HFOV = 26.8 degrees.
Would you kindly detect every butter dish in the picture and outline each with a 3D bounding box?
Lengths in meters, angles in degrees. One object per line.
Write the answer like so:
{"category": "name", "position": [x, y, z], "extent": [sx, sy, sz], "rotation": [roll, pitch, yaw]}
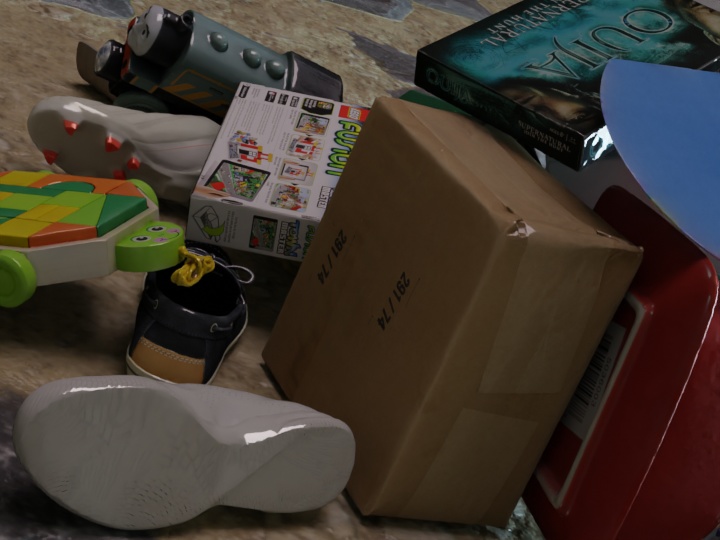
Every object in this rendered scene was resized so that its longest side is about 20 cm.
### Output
{"category": "butter dish", "position": [0.188, 0.077, 0.905], "extent": [0.147, 0.201, 0.200], "rotation": [18, 15, -14]}

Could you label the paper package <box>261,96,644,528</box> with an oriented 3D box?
{"category": "paper package", "position": [0.047, 0.022, 0.904], "extent": [0.103, 0.201, 0.191], "rotation": [10, 25, -31]}

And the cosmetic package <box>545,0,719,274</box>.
{"category": "cosmetic package", "position": [0.229, -0.106, 1.067], "extent": [0.198, 0.123, 0.201], "rotation": [-2, 49, 7]}

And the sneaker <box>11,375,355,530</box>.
{"category": "sneaker", "position": [-0.102, 0.087, 0.793], "extent": [0.199, 0.076, 0.088], "rotation": [13, 9, -41]}

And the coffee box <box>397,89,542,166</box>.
{"category": "coffee box", "position": [0.042, -0.076, 1.150], "extent": [0.044, 0.123, 0.200], "rotation": [59, -13, -25]}

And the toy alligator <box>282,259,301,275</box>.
{"category": "toy alligator", "position": [0.000, 0.000, 1.112], "extent": [0.054, 0.059, 0.200], "rotation": [5, 27, -42]}

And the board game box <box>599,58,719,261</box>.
{"category": "board game box", "position": [0.218, -0.049, 0.887], "extent": [0.199, 0.039, 0.158], "rotation": [2, 51, -31]}

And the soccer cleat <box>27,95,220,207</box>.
{"category": "soccer cleat", "position": [-0.158, -0.092, 1.145], "extent": [0.199, 0.069, 0.078], "rotation": [20, 46, -27]}

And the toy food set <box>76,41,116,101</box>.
{"category": "toy food set", "position": [-0.141, -0.162, 1.362], "extent": [0.143, 0.061, 0.200], "rotation": [36, 24, 31]}

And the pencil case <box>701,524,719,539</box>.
{"category": "pencil case", "position": [0.287, 0.192, 0.916], "extent": [0.199, 0.084, 0.091], "rotation": [7, -18, -36]}

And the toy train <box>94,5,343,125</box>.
{"category": "toy train", "position": [-0.109, -0.145, 1.206], "extent": [0.199, 0.114, 0.086], "rotation": [25, 52, -29]}

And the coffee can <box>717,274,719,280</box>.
{"category": "coffee can", "position": [0.242, 0.055, 1.116], "extent": [0.146, 0.147, 0.200], "rotation": [21, 21, -7]}

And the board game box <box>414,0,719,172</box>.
{"category": "board game box", "position": [0.150, -0.138, 0.975], "extent": [0.135, 0.028, 0.200], "rotation": [32, 46, 31]}

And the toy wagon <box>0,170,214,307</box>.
{"category": "toy wagon", "position": [-0.182, -0.023, 0.910], "extent": [0.199, 0.040, 0.155], "rotation": [6, 22, 21]}

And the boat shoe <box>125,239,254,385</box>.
{"category": "boat shoe", "position": [-0.104, 0.016, 0.958], "extent": [0.074, 0.062, 0.200], "rotation": [20, 19, -5]}

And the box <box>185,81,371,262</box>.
{"category": "box", "position": [-0.052, -0.072, 1.074], "extent": [0.110, 0.035, 0.200], "rotation": [12, 29, 0]}
